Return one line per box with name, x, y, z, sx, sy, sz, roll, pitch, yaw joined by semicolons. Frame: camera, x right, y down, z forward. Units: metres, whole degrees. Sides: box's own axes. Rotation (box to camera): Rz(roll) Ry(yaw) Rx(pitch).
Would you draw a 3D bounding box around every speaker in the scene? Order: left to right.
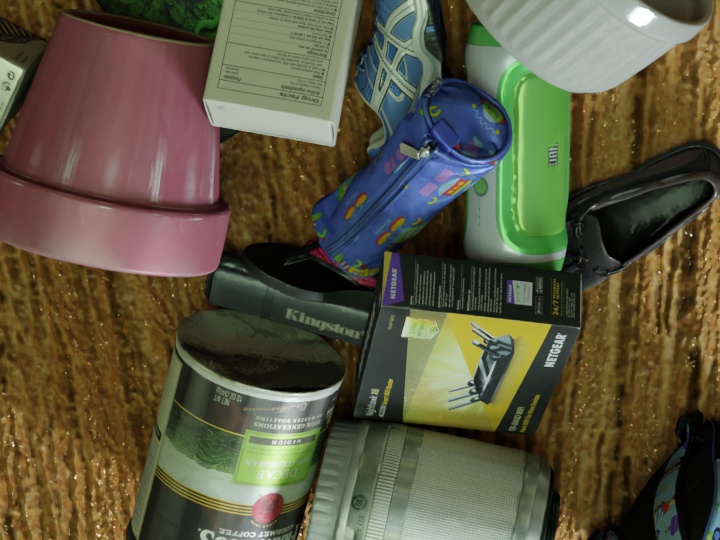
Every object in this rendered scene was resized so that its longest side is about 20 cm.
speaker;0.124;-0.095;1.672;0.088;0.088;0.201;1;101;7

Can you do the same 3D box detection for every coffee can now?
coffee can;-0.107;0.153;1.779;0.146;0.146;0.201;16;112;1

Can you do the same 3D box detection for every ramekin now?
ramekin;0.157;-0.225;1.575;0.200;0.200;0.105;42;120;-9

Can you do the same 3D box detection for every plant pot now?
plant pot;-0.190;-0.106;1.673;0.199;0.200;0.180;13;100;2

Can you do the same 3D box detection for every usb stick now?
usb stick;-0.034;0.031;1.780;0.199;0.033;0.056;16;133;0

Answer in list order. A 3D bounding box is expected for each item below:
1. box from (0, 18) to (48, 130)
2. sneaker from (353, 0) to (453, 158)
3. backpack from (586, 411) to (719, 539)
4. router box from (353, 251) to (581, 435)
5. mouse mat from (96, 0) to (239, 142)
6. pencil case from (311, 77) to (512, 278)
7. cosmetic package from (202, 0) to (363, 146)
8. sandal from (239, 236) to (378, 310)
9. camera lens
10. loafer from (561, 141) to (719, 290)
box;-0.362;-0.192;1.716;0.200;0.082;0.069;27;113;-5
sneaker;0.030;-0.172;1.672;0.077;0.076;0.201;-6;111;9
backpack;0.279;0.240;1.733;0.134;0.200;0.183;32;111;-5
router box;0.082;0.062;1.700;0.157;0.052;0.200;6;150;-3
mouse mat;-0.121;-0.214;1.715;0.161;0.008;0.200;-30;105;17
pencil case;0.036;-0.070;1.649;0.078;0.087;0.200;54;137;7
cosmetic package;-0.050;-0.206;1.620;0.103;0.073;0.201;11;79;3
sandal;0.000;0.000;1.747;0.199;0.075;0.045;13;118;-6
camera lens;0.060;0.216;1.774;0.199;0.160;0.160;12;112;2
loafer;0.208;-0.037;1.709;0.200;0.063;0.072;-32;103;18
